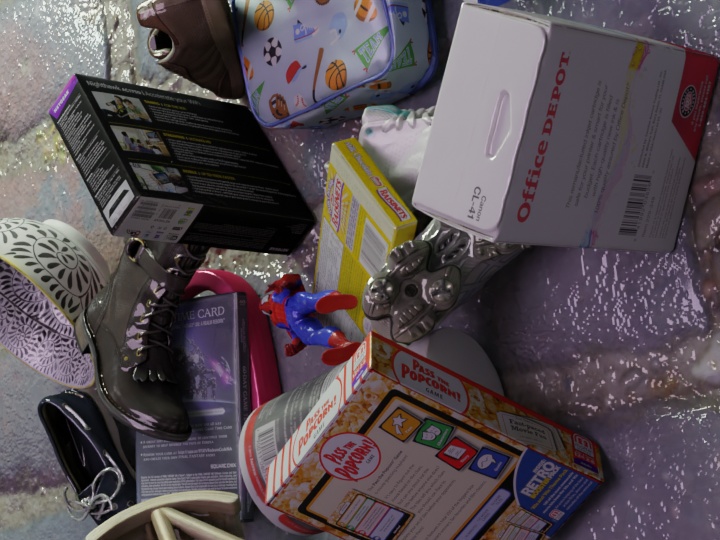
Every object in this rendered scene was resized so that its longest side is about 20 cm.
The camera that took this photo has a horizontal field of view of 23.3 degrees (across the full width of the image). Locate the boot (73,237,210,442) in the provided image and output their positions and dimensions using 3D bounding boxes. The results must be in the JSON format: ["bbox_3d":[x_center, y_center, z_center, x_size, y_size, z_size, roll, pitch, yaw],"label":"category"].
[{"bbox_3d":[-0.178,0.032,1.544,0.200,0.069,0.174,51,120,36],"label":"boot"}]

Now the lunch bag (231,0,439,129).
[{"bbox_3d":[-0.020,-0.210,1.458,0.200,0.075,0.161,-18,78,44],"label":"lunch bag"}]

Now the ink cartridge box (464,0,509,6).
[{"bbox_3d":[0.072,-0.283,1.355,0.200,0.094,0.044,49,156,36],"label":"ink cartridge box"}]

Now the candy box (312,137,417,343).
[{"bbox_3d":[0.000,0.000,1.403,0.102,0.026,0.200,57,152,35],"label":"candy box"}]

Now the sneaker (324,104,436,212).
[{"bbox_3d":[0.044,-0.103,1.370,0.089,0.075,0.200,49,129,-4],"label":"sneaker"}]

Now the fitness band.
[{"bbox_3d":[-0.134,0.098,1.589,0.143,0.037,0.201,-26,70,42],"label":"fitness band"}]

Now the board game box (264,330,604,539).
[{"bbox_3d":[0.053,0.149,1.281,0.152,0.199,0.046,-53,20,29],"label":"board game box"}]

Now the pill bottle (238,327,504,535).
[{"bbox_3d":[0.009,0.126,1.377,0.200,0.116,0.116,-28,68,34],"label":"pill bottle"}]

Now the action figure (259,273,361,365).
[{"bbox_3d":[-0.049,0.036,1.438,0.200,0.051,0.066,-164,61,-74],"label":"action figure"}]

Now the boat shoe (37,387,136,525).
[{"bbox_3d":[-0.246,0.203,1.668,0.075,0.062,0.201,-33,75,34],"label":"boat shoe"}]

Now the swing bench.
[{"bbox_3d":[-0.107,0.303,1.427,0.200,0.129,0.200,34,144,44],"label":"swing bench"}]

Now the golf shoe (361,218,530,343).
[{"bbox_3d":[0.083,-0.023,1.326,0.200,0.097,0.078,-39,82,-4],"label":"golf shoe"}]

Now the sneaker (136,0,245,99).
[{"bbox_3d":[-0.146,-0.201,1.519,0.075,0.200,0.071,-10,72,-1],"label":"sneaker"}]

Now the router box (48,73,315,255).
[{"bbox_3d":[-0.151,-0.089,1.502,0.051,0.199,0.149,-50,54,28],"label":"router box"}]

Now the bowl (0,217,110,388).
[{"bbox_3d":[-0.307,0.012,1.710,0.200,0.201,0.094,7,49,46],"label":"bowl"}]

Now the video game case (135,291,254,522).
[{"bbox_3d":[-0.152,0.126,1.571,0.142,0.019,0.201,-9,80,42],"label":"video game case"}]

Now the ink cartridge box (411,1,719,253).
[{"bbox_3d":[0.144,-0.095,1.195,0.085,0.199,0.148,23,103,44],"label":"ink cartridge box"}]
